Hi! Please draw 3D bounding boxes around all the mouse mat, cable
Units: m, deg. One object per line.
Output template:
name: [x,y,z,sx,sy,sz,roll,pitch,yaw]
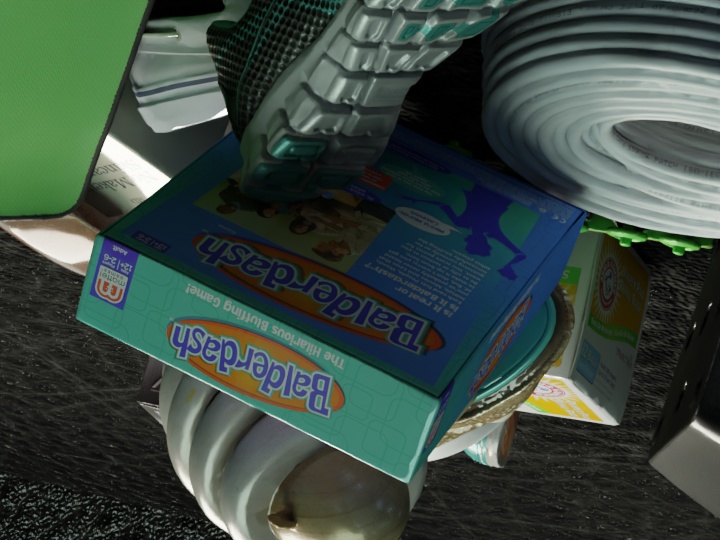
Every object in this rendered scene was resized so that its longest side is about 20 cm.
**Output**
mouse mat: [-0.169,-0.095,0.929,0.160,0.008,0.200,-2,134,-32]
cable: [0.147,-0.073,0.916,0.199,0.070,0.200,10,165,16]

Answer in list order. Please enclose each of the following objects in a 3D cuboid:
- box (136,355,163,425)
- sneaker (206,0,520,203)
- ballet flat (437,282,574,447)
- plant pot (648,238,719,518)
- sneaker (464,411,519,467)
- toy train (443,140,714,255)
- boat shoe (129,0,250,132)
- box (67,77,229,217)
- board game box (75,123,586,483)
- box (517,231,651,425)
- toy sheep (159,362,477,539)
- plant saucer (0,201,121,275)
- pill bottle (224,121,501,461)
box: [-0.076,0.037,1.372,0.048,0.159,0.200,13,165,11]
sneaker: [-0.001,-0.115,0.837,0.077,0.091,0.200,-1,146,-46]
ballet flat: [0.035,0.058,1.057,0.200,0.071,0.065,-27,149,33]
plant pot: [0.254,0.052,1.069,0.177,0.201,0.200,21,166,2]
sneaker: [0.067,0.071,1.410,0.080,0.072,0.200,13,-164,2]
toy train: [0.099,-0.039,1.160,0.199,0.042,0.056,10,175,16]
boat shoe: [-0.035,-0.112,0.940,0.199,0.074,0.067,-16,111,36]
box: [-0.158,-0.106,1.020,0.200,0.069,0.082,36,151,-34]
board game box: [-0.006,-0.004,0.911,0.152,0.045,0.200,26,-150,12]
box: [0.059,0.018,1.284,0.199,0.102,0.112,8,165,24]
toy sheep: [-0.028,0.058,0.985,0.138,0.138,0.200,23,-157,-33]
plant saucer: [-0.185,-0.058,1.129,0.200,0.035,0.200,39,-174,-5]
pill bottle: [0.000,0.000,1.117,0.112,0.113,0.200,0,142,43]
